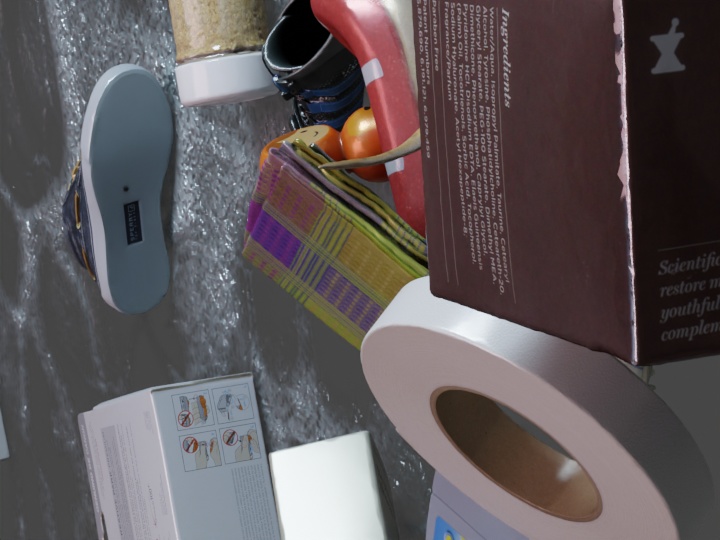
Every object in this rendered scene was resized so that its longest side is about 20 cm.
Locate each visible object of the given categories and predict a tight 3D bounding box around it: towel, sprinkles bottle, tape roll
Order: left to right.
[{"bbox_3d":[-0.100,-0.211,1.879,0.068,0.068,0.200,174,88,-66],"label":"sprinkles bottle"},{"bbox_3d":[0.000,0.000,1.549,0.144,0.023,0.200,38,164,3],"label":"towel"},{"bbox_3d":[0.089,0.082,1.467,0.203,0.037,0.203,31,157,15],"label":"tape roll"}]

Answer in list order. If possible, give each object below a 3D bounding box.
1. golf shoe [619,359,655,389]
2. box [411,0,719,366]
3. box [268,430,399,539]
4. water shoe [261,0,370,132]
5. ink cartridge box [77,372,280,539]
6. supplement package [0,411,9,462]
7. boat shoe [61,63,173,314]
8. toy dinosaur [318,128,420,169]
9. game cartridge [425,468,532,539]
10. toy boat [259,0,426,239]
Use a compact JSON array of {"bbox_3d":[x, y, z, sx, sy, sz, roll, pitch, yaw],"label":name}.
[{"bbox_3d":[0.100,0.007,1.487,0.078,0.097,0.200,20,118,60],"label":"golf shoe"},{"bbox_3d":[0.140,-0.062,1.289,0.200,0.166,0.164,-160,65,-63],"label":"box"},{"bbox_3d":[-0.005,0.205,1.740,0.082,0.068,0.200,70,-172,-55],"label":"box"},{"bbox_3d":[-0.028,-0.131,1.736,0.200,0.079,0.072,109,143,-47],"label":"water shoe"},{"bbox_3d":[-0.128,0.185,2.059,0.176,0.084,0.200,-17,83,65],"label":"ink cartridge box"},{"bbox_3d":[-0.448,0.103,2.600,0.147,0.191,0.200,-29,71,64],"label":"supplement package"},{"bbox_3d":[-0.190,-0.071,2.118,0.091,0.071,0.200,39,135,50],"label":"boat shoe"},{"bbox_3d":[0.063,-0.110,1.503,0.060,0.106,0.200,67,-145,-49],"label":"toy dinosaur"},{"bbox_3d":[0.081,0.204,1.673,0.133,0.040,0.200,-138,45,-60],"label":"game cartridge"},{"bbox_3d":[0.006,-0.072,1.587,0.131,0.131,0.200,43,-147,-77],"label":"toy boat"}]
